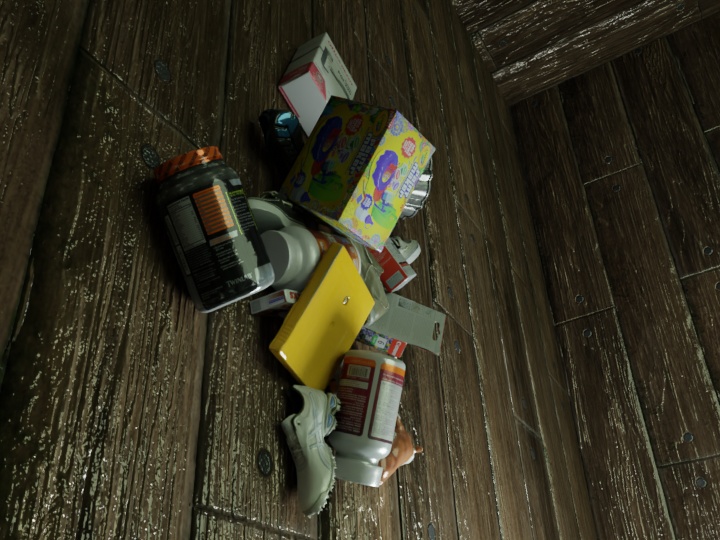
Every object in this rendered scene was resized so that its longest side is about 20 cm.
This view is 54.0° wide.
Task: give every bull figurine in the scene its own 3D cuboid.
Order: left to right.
[{"bbox_3d":[0.053,0.323,1.320,0.124,0.064,0.199,68,22,2],"label":"bull figurine"}]

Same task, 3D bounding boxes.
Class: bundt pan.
[{"bbox_3d":[0.079,-0.224,1.627,0.074,0.201,0.208,1,68,-33],"label":"bundt pan"}]

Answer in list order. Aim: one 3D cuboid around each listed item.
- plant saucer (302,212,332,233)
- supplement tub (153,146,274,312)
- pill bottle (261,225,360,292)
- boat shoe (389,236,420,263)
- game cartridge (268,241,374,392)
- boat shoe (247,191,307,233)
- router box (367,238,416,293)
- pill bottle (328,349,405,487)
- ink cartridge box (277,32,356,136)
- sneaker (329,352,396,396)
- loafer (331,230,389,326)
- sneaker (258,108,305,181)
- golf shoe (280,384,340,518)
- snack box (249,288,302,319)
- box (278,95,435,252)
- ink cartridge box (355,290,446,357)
[{"bbox_3d":[-0.059,-0.042,1.372,0.201,0.036,0.205,46,34,-45],"label":"plant saucer"},{"bbox_3d":[-0.203,-0.056,0.971,0.122,0.120,0.205,-28,98,-65],"label":"supplement tub"},{"bbox_3d":[-0.091,-0.012,1.183,0.198,0.110,0.116,8,65,-58],"label":"pill bottle"},{"bbox_3d":[0.084,-0.046,1.644,0.200,0.069,0.072,-43,114,-57],"label":"boat shoe"},{"bbox_3d":[-0.058,0.085,1.151,0.203,0.032,0.178,-58,146,-21],"label":"game cartridge"},{"bbox_3d":[-0.150,-0.095,1.184,0.199,0.069,0.066,28,48,-67],"label":"boat shoe"},{"bbox_3d":[0.037,-0.046,1.438,0.181,0.048,0.200,53,8,5],"label":"router box"},{"bbox_3d":[0.007,0.243,1.167,0.109,0.107,0.206,31,67,-54],"label":"pill bottle"},{"bbox_3d":[-0.086,-0.390,1.502,0.147,0.083,0.203,56,27,-30],"label":"ink cartridge box"},{"bbox_3d":[0.009,0.182,1.289,0.199,0.090,0.078,-11,84,-64],"label":"sneaker"},{"bbox_3d":[0.000,0.000,1.309,0.068,0.075,0.206,-11,82,-36],"label":"loafer"},{"bbox_3d":[-0.124,-0.205,1.293,0.072,0.081,0.204,-34,127,-24],"label":"sneaker"},{"bbox_3d":[-0.088,0.268,1.074,0.096,0.078,0.204,31,38,-29],"label":"golf shoe"},{"bbox_3d":[-0.097,0.061,1.172,0.199,0.070,0.025,16,57,-61],"label":"snack box"},{"bbox_3d":[-0.008,-0.171,1.220,0.121,0.191,0.204,32,85,-43],"label":"box"},{"bbox_3d":[0.060,0.102,1.351,0.195,0.051,0.110,21,45,-2],"label":"ink cartridge box"}]
